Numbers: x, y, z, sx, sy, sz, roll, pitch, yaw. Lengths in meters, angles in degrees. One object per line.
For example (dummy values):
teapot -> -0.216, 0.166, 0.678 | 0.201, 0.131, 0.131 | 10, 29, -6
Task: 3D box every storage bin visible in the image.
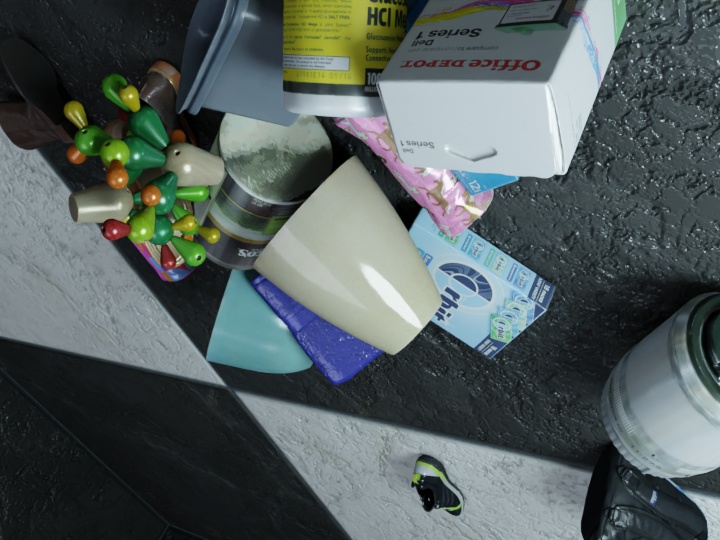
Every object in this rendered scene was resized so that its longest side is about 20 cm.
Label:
storage bin -> -0.101, -0.246, 0.788 | 0.132, 0.149, 0.199 | 13, 155, -25

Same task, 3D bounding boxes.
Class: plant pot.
plant pot -> 0.000, 0.000, 0.925 | 0.200, 0.187, 0.187 | 45, 147, -1
plant pot -> -0.132, 0.065, 1.161 | 0.157, 0.204, 0.202 | 18, 148, -5

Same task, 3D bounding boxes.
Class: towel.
towel -> -0.041, 0.044, 1.061 | 0.147, 0.050, 0.201 | -37, 97, 10

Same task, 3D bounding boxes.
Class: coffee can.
coffee can -> -0.136, -0.108, 0.969 | 0.145, 0.148, 0.200 | 35, 147, -7

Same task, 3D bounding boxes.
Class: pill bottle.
pill bottle -> -0.012, -0.241, 0.655 | 0.110, 0.112, 0.205 | 11, 108, 29

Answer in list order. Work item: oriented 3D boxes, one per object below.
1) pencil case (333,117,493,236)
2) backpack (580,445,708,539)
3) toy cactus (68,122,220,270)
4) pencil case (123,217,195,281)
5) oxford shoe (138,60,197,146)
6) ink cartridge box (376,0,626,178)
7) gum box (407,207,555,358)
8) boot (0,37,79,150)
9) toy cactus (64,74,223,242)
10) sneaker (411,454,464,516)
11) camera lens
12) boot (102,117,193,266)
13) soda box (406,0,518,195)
pencil case -> 0.062, -0.127, 0.839 | 0.200, 0.087, 0.082 | 43, 126, -16
backpack -> 0.439, 0.387, 1.154 | 0.196, 0.166, 0.154 | 24, 156, -1
toy cactus -> -0.256, -0.083, 0.873 | 0.102, 0.162, 0.204 | -38, 71, 50
pencil case -> -0.356, -0.070, 1.265 | 0.087, 0.089, 0.201 | -4, 134, 42
oxford shoe -> -0.278, -0.191, 1.046 | 0.070, 0.074, 0.202 | 23, 146, 14
ink cartridge box -> 0.120, -0.178, 0.611 | 0.142, 0.202, 0.085 | 8, 143, 30
gum box -> 0.133, 0.020, 1.007 | 0.198, 0.045, 0.171 | 32, 148, 0
boot -> -0.535, -0.268, 1.180 | 0.197, 0.065, 0.188 | 8, 138, 40
toy cactus -> -0.226, -0.111, 0.802 | 0.162, 0.203, 0.103 | 6, 138, -42
sneaker -> 0.149, 0.462, 1.544 | 0.071, 0.084, 0.202 | 1, 136, 39
camera lens -> 0.381, 0.132, 0.842 | 0.158, 0.162, 0.201 | 29, 148, 4
boot -> -0.293, -0.106, 1.015 | 0.154, 0.072, 0.205 | 7, 113, 58
soda box -> 0.093, -0.176, 0.764 | 0.067, 0.065, 0.200 | -14, 126, 48
